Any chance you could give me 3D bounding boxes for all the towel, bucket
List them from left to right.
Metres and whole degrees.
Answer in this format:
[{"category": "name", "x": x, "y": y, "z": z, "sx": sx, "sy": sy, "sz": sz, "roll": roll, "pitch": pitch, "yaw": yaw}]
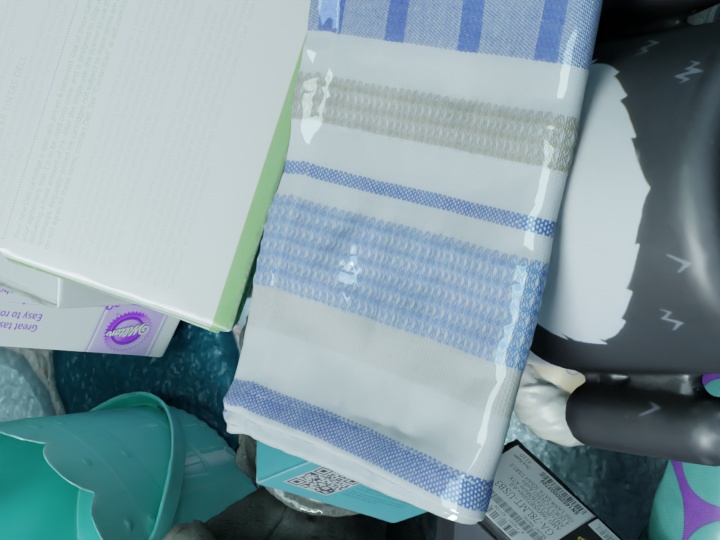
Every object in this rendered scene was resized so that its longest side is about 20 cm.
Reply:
[{"category": "bucket", "x": -0.156, "y": 0.173, "z": 0.897, "sx": 0.206, "sy": 0.134, "sz": 0.210, "roll": 5, "pitch": 99, "yaw": 38}, {"category": "towel", "x": 0.013, "y": -0.022, "z": 0.565, "sx": 0.146, "sy": 0.024, "sz": 0.202, "roll": 16, "pitch": 95, "yaw": 49}]

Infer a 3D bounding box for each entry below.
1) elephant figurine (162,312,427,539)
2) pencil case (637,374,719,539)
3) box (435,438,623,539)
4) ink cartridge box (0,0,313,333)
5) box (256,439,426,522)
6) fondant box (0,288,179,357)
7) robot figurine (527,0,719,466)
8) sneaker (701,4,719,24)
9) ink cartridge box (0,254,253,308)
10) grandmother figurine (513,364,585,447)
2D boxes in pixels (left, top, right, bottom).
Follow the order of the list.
[{"category": "elephant figurine", "x": -0.022, "y": 0.115, "z": 0.783, "sx": 0.155, "sy": 0.201, "sz": 0.141, "roll": 42, "pitch": 149, "yaw": -11}, {"category": "pencil case", "x": 0.183, "y": 0.057, "z": 0.637, "sx": 0.092, "sy": 0.085, "sz": 0.202, "roll": 25, "pitch": 112, "yaw": 17}, {"category": "box", "x": 0.107, "y": 0.207, "z": 0.679, "sx": 0.198, "sy": 0.049, "sz": 0.201, "roll": 45, "pitch": 147, "yaw": 35}, {"category": "ink cartridge box", "x": -0.122, "y": -0.075, "z": 0.635, "sx": 0.198, "sy": 0.048, "sz": 0.147, "roll": 19, "pitch": 93, "yaw": -2}, {"category": "box", "x": 0.000, "y": 0.000, "z": 0.677, "sx": 0.049, "sy": 0.082, "sz": 0.202, "roll": -26, "pitch": 54, "yaw": 39}, {"category": "fondant box", "x": -0.140, "y": -0.050, "z": 0.847, "sx": 0.201, "sy": 0.143, "sz": 0.058, "roll": -61, "pitch": 43, "yaw": 27}, {"category": "robot figurine", "x": 0.109, "y": -0.024, "z": 0.562, "sx": 0.199, "sy": 0.125, "sz": 0.151, "roll": -2, "pitch": 50, "yaw": 50}, {"category": "sneaker", "x": 0.163, "y": -0.127, "z": 0.579, "sx": 0.115, "sy": 0.075, "sz": 0.200, "roll": 47, "pitch": 168, "yaw": -12}, {"category": "ink cartridge box", "x": -0.073, "y": -0.063, "z": 0.754, "sx": 0.086, "sy": 0.199, "sz": 0.148, "roll": 18, "pitch": 107, "yaw": 49}, {"category": "grandmother figurine", "x": 0.090, "y": -0.024, "z": 0.684, "sx": 0.061, "sy": 0.120, "sz": 0.202, "roll": -178, "pitch": 89, "yaw": -83}]
